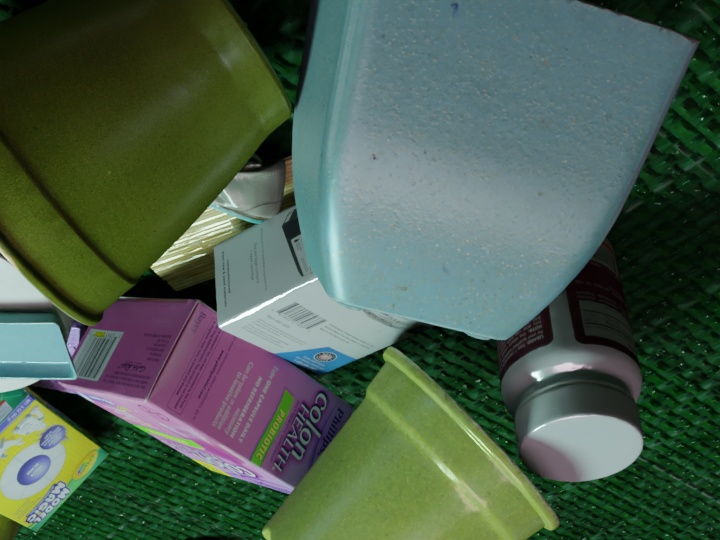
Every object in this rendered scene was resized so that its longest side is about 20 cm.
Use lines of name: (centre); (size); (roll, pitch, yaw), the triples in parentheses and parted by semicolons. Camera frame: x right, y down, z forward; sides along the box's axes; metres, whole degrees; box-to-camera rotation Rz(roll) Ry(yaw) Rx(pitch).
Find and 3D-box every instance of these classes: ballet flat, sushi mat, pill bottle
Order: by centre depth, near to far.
ballet flat: (-0.155, -0.091, 0.752); (0.199, 0.067, 0.064); (14, 108, -10)
pill bottle: (0.170, 0.064, 0.798); (0.114, 0.200, 0.114); (1, 137, 1)
sushi mat: (-0.105, -0.041, 0.830); (0.199, 0.012, 0.096); (-17, 134, 19)

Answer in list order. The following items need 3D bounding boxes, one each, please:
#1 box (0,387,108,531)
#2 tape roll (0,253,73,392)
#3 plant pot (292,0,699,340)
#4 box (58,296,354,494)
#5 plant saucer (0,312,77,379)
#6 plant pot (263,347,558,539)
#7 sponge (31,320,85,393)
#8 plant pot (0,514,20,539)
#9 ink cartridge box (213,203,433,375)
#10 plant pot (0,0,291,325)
box: (-0.348, 0.199, 1.002); (0.048, 0.117, 0.200); (35, 165, 27)
tape roll: (-0.324, -0.012, 0.775); (0.202, 0.139, 0.203); (0, 137, 0)
plant pot: (0.051, -0.072, 0.602); (0.196, 0.196, 0.201); (14, 100, -13)
box: (-0.142, 0.115, 0.885); (0.200, 0.097, 0.176); (38, 156, -34)
plant saucer: (-0.321, 0.056, 0.733); (0.199, 0.019, 0.070); (1, 137, 1)
plant pot: (0.028, 0.200, 0.794); (0.184, 0.200, 0.200); (-44, 130, -7)
sponge: (-0.372, 0.064, 0.938); (0.199, 0.030, 0.112); (11, 137, -10)
plant pot: (-0.464, 0.286, 1.067); (0.200, 0.185, 0.201); (1, 137, 1)
ink cartridge box: (0.000, 0.000, 0.799); (0.200, 0.084, 0.145); (-25, 146, 25)
plant pot: (-0.156, -0.102, 0.625); (0.193, 0.200, 0.201); (-37, 132, -3)
